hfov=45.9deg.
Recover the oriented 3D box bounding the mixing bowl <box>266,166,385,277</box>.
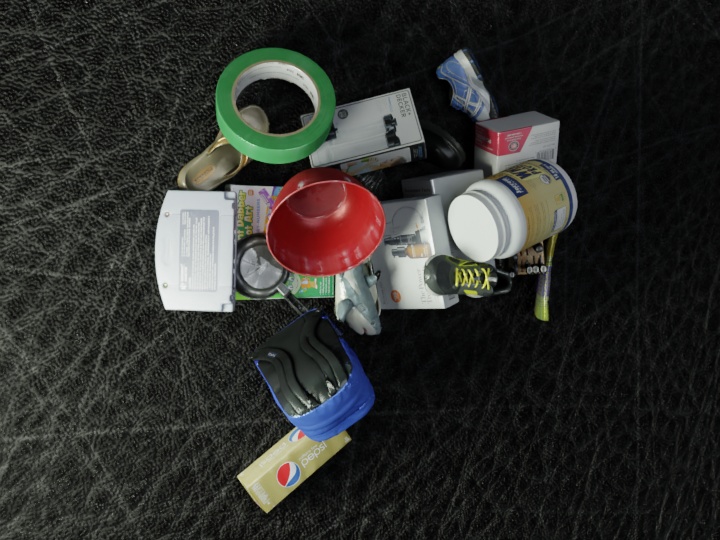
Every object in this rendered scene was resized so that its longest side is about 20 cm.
[{"bbox_3d":[-0.065,-0.099,1.430,0.200,0.109,0.200,-8,133,-8],"label":"mixing bowl"}]

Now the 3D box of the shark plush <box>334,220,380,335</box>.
[{"bbox_3d":[-0.003,0.014,1.516,0.083,0.091,0.201,1,83,-4],"label":"shark plush"}]

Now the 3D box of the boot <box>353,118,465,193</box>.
[{"bbox_3d":[0.066,-0.198,1.535,0.211,0.079,0.158,29,74,17],"label":"boot"}]

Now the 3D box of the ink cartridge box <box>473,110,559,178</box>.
[{"bbox_3d":[0.298,-0.192,1.643,0.144,0.084,0.200,-14,119,-24],"label":"ink cartridge box"}]

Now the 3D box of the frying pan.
[{"bbox_3d":[-0.158,0.028,1.464,0.115,0.031,0.190,-26,101,-20],"label":"frying pan"}]

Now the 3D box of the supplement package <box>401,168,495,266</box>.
[{"bbox_3d":[0.165,-0.083,1.601,0.117,0.117,0.201,-12,99,-25],"label":"supplement package"}]

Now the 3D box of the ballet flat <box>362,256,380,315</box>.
[{"bbox_3d":[0.000,0.000,1.559,0.069,0.069,0.201,-19,101,-23],"label":"ballet flat"}]

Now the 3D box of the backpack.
[{"bbox_3d":[-0.062,0.189,1.452,0.162,0.200,0.168,-40,128,1],"label":"backpack"}]

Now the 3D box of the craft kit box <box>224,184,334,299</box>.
[{"bbox_3d":[-0.141,-0.050,1.502,0.197,0.048,0.201,-1,94,-22],"label":"craft kit box"}]

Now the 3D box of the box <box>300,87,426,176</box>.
[{"bbox_3d":[0.005,-0.233,1.480,0.199,0.060,0.117,-13,67,2],"label":"box"}]

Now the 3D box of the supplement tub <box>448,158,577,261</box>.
[{"bbox_3d":[0.268,-0.106,1.506,0.200,0.144,0.145,-24,104,-31],"label":"supplement tub"}]

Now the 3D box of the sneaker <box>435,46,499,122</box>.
[{"bbox_3d":[0.215,-0.332,1.643,0.077,0.076,0.200,-24,117,17],"label":"sneaker"}]

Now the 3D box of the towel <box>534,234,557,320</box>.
[{"bbox_3d":[0.373,-0.003,1.698,0.023,0.144,0.201,6,93,6],"label":"towel"}]

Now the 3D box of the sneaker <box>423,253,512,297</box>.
[{"bbox_3d":[0.189,0.008,1.482,0.200,0.084,0.075,4,85,-46],"label":"sneaker"}]

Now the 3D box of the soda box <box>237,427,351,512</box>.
[{"bbox_3d":[-0.118,0.336,1.525,0.200,0.068,0.064,-38,108,-19],"label":"soda box"}]

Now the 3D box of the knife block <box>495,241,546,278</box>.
[{"bbox_3d":[0.329,-0.028,1.634,0.200,0.175,0.064,-9,99,-36],"label":"knife block"}]

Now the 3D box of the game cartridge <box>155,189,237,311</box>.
[{"bbox_3d":[-0.273,-0.033,1.414,0.133,0.041,0.201,2,91,-1],"label":"game cartridge"}]

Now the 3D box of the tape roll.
[{"bbox_3d":[-0.143,-0.279,1.432,0.200,0.048,0.201,3,67,-8],"label":"tape roll"}]

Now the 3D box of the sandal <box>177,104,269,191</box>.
[{"bbox_3d":[-0.225,-0.199,1.444,0.200,0.054,0.080,-46,110,-15],"label":"sandal"}]

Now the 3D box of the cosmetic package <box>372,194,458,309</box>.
[{"bbox_3d":[0.089,-0.031,1.549,0.052,0.151,0.201,-20,102,-45],"label":"cosmetic package"}]
